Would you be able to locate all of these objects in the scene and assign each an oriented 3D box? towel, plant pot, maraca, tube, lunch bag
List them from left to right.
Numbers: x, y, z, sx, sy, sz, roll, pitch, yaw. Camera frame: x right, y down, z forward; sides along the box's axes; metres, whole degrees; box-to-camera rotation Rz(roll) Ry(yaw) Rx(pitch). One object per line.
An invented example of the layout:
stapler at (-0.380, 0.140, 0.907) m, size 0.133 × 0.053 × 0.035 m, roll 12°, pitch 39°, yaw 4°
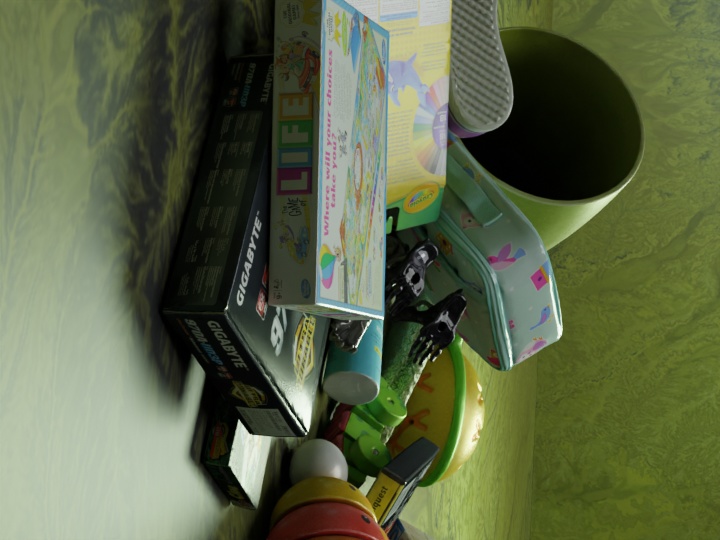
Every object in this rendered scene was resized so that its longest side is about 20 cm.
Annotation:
tube at (0.001, 0.025, 1.550) m, size 0.078 × 0.050 × 0.202 m, roll 93°, pitch 3°, yaw -53°
towel at (0.049, 0.064, 1.680) m, size 0.149 × 0.036 × 0.201 m, roll -76°, pitch -171°, yaw -60°
maraca at (0.078, 0.128, 1.805) m, size 0.137 × 0.106 × 0.203 m, roll -24°, pitch -123°, yaw 60°
lunch bag at (0.080, -0.027, 1.400) m, size 0.200 × 0.077 × 0.161 m, roll 50°, pitch -13°, yaw 37°
plant pot at (0.136, -0.084, 1.557) m, size 0.201 × 0.185 × 0.189 m, roll 115°, pitch -10°, yaw -55°

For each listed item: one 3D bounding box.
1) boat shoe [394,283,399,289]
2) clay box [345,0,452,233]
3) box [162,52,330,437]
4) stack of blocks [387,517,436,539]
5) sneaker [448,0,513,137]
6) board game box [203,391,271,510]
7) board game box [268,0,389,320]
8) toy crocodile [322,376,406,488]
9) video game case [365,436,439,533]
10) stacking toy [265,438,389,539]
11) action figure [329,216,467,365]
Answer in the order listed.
boat shoe at (0.048, -0.077, 1.675) m, size 0.063 × 0.072 × 0.203 m, roll 48°, pitch 51°, yaw -85°
clay box at (0.012, -0.129, 1.268) m, size 0.114 × 0.047 × 0.203 m, roll -13°, pitch 114°, yaw -40°
box at (-0.061, -0.015, 1.126) m, size 0.159 × 0.045 × 0.202 m, roll 63°, pitch 32°, yaw -52°
stack of blocks at (0.043, 0.299, 1.394) m, size 0.116 × 0.058 × 0.200 m, roll -57°, pitch -163°, yaw 6°
sneaker at (0.070, -0.209, 1.408) m, size 0.114 × 0.072 × 0.203 m, roll 179°, pitch -93°, yaw -76°
board game box at (-0.073, 0.059, 1.223) m, size 0.105 × 0.023 × 0.202 m, roll 68°, pitch 30°, yaw -63°
board game box at (-0.019, -0.073, 1.127) m, size 0.134 × 0.034 × 0.203 m, roll 17°, pitch 73°, yaw -70°
toy crocodile at (-0.007, 0.151, 1.527) m, size 0.068 × 0.062 × 0.201 m, roll -47°, pitch -170°, yaw 27°
video game case at (0.001, 0.238, 1.490) m, size 0.182 × 0.025 × 0.200 m, roll -60°, pitch 172°, yaw 7°
stacking toy at (-0.030, 0.210, 1.338) m, size 0.147 × 0.144 × 0.201 m, roll 84°, pitch -2°, yaw -45°
action figure at (0.000, 0.000, 1.375) m, size 0.119 × 0.102 × 0.200 m, roll 56°, pitch -10°, yaw -29°
